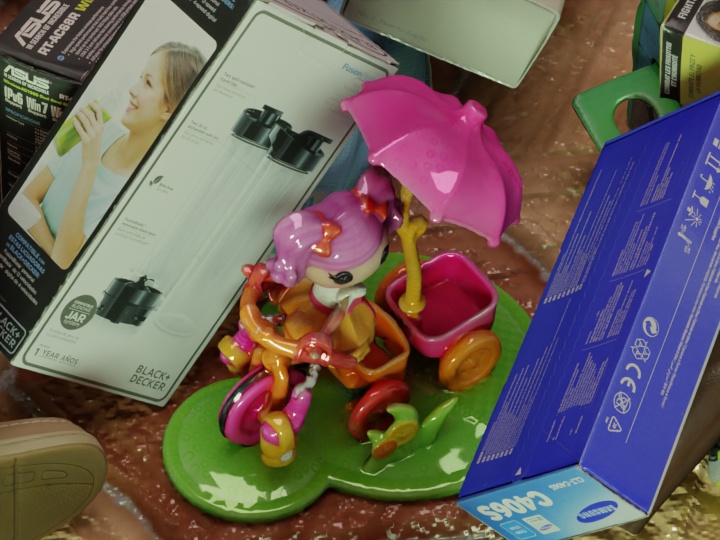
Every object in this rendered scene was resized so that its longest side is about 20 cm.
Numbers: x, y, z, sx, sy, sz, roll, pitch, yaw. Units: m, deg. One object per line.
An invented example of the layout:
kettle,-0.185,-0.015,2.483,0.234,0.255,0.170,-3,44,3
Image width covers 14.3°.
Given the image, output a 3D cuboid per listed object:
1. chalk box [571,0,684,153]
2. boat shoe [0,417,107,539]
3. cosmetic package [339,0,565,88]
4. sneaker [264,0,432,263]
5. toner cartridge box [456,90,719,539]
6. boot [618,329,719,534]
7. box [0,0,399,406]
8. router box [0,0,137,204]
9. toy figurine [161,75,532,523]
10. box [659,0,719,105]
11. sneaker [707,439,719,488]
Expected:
chalk box,0.209,-0.096,1.443,0.199,0.124,0.125,-12,46,-15
boat shoe,-0.212,0.095,1.268,0.199,0.072,0.065,-13,48,-14
cosmetic package,0.069,-0.204,1.469,0.103,0.073,0.201,23,57,-5
sneaker,-0.010,-0.089,1.449,0.078,0.090,0.201,11,46,9
toner cartridge box,0.117,0.021,1.266,0.043,0.095,0.201,34,62,-19
boot,0.167,0.055,1.246,0.064,0.200,0.187,39,13,-23
box,-0.085,-0.043,1.308,0.060,0.200,0.116,43,14,34
router box,-0.106,-0.100,1.413,0.062,0.150,0.200,20,47,16
toy figurine,0.000,0.000,1.289,0.199,0.185,0.150,-25,54,-23
box,0.240,-0.087,1.311,0.199,0.050,0.075,22,56,21
sneaker,0.240,0.113,1.269,0.199,0.077,0.075,11,2,34
